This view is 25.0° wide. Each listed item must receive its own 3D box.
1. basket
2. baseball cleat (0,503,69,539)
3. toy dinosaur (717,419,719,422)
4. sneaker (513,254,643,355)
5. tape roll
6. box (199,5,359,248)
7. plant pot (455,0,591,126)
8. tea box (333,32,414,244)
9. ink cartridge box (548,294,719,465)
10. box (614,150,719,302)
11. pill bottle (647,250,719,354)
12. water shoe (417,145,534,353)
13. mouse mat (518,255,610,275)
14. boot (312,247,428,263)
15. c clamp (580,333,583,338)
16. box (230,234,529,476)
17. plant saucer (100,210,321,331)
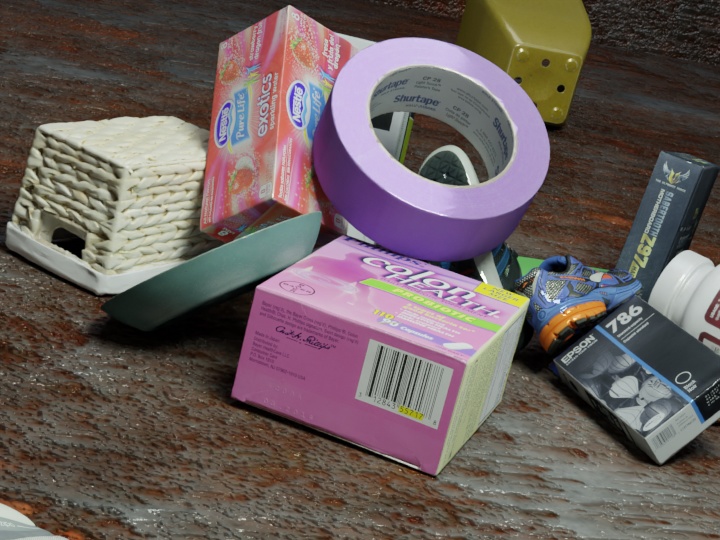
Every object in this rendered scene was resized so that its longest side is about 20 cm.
[{"bbox_3d":[-0.206,-0.067,1.500,0.135,0.124,0.200,24,19,30],"label":"basket"},{"bbox_3d":[-0.203,0.172,0.840,0.106,0.070,0.200,16,18,13],"label":"baseball cleat"},{"bbox_3d":[0.281,0.104,1.462,0.199,0.061,0.106,29,0,28],"label":"toy dinosaur"},{"bbox_3d":[0.203,0.017,1.514,0.079,0.075,0.200,53,23,11],"label":"sneaker"},{"bbox_3d":[0.061,-0.107,1.414,0.199,0.066,0.201,10,52,-13],"label":"tape roll"},{"bbox_3d":[-0.072,-0.121,1.470,0.102,0.201,0.094,-20,-34,41],"label":"box"},{"bbox_3d":[0.264,-0.330,2.586,0.193,0.197,0.200,9,24,-13],"label":"plant pot"},{"bbox_3d":[-0.020,-0.135,1.666,0.133,0.201,0.197,14,3,4],"label":"tea box"},{"bbox_3d":[0.238,0.084,1.404,0.039,0.099,0.200,55,-7,-29],"label":"ink cartridge box"},{"bbox_3d":[0.318,-0.044,1.695,0.051,0.159,0.200,22,9,14],"label":"box"},{"bbox_3d":[0.373,0.060,1.517,0.199,0.114,0.113,30,23,30],"label":"pill bottle"},{"bbox_3d":[0.104,-0.016,1.497,0.071,0.201,0.079,-16,-4,30],"label":"water shoe"},{"bbox_3d":[0.179,0.012,1.693,0.160,0.008,0.200,9,16,19],"label":"mouse mat"},{"bbox_3d":[0.000,0.000,1.551,0.199,0.068,0.131,8,12,-19],"label":"boot"},{"bbox_3d":[0.268,0.048,1.648,0.170,0.027,0.200,5,18,-26],"label":"c clamp"},{"bbox_3d":[0.021,0.061,1.302,0.175,0.097,0.200,19,18,15],"label":"box"},{"bbox_3d":[-0.116,0.007,1.341,0.199,0.036,0.200,-23,-1,-1],"label":"plant saucer"}]
